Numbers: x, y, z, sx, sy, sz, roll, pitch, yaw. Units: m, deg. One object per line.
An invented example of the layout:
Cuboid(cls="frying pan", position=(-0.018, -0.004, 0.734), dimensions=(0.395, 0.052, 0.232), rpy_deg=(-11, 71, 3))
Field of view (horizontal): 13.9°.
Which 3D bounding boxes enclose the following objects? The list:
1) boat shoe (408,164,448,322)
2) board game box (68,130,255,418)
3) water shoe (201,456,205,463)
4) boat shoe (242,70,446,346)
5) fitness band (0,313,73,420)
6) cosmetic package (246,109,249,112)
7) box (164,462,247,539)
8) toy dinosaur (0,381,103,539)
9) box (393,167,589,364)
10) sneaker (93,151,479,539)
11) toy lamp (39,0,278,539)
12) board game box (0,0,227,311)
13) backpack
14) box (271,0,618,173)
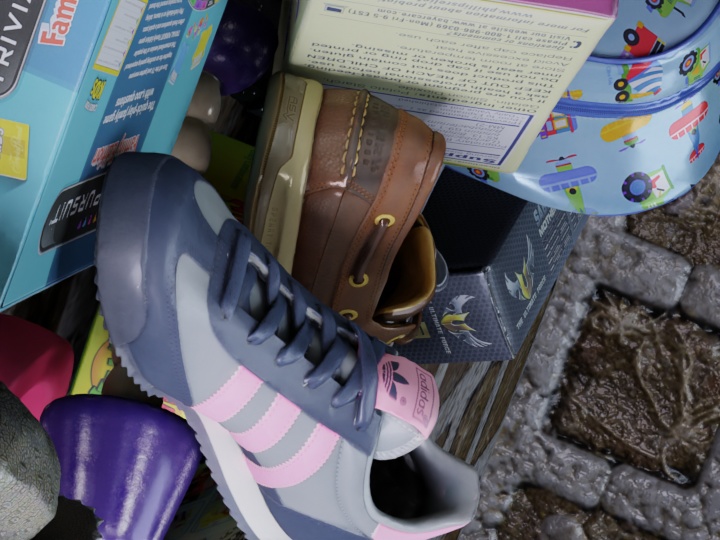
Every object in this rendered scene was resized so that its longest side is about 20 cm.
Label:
Cuboid(cls="boat shoe", position=(0.000, 0.000, 1.157), dimensions=(0.072, 0.068, 0.201), rpy_deg=(-69, 178, -63))
Cuboid(cls="board game box", position=(-0.071, 0.026, 1.145), dimensions=(0.200, 0.047, 0.102), rpy_deg=(-68, 177, -69))
Cuboid(cls="water shoe", position=(-0.035, 0.041, 1.424), dimensions=(0.079, 0.071, 0.201), rpy_deg=(67, 45, -75))
Cuboid(cls="boat shoe", position=(-0.007, 0.007, 1.046), dimensions=(0.200, 0.067, 0.072), rpy_deg=(96, 3, -57))
Cuboid(cls="fitness band", position=(-0.150, 0.099, 0.983), dimensions=(0.200, 0.037, 0.144), rpy_deg=(-58, 165, -52))
Cuboid(cls="cosmetic package", position=(0.026, -0.126, 1.333), dimensions=(0.200, 0.082, 0.051), rpy_deg=(-57, 167, -47))
Cuboid(cls="box", position=(-0.059, 0.121, 1.080), dimensions=(0.039, 0.136, 0.200), rpy_deg=(64, 23, -15))
Cuboid(cls="toy dinosaur", position=(-0.118, 0.048, 0.808), dimensions=(0.200, 0.102, 0.077), rpy_deg=(98, 17, -64))
Cuboid(cls="box", position=(0.024, -0.032, 1.313), dimensions=(0.200, 0.157, 0.051), rpy_deg=(-58, 136, -47))
Cuboid(cls="sneaker", position=(-0.020, 0.026, 0.944), dimensions=(0.200, 0.082, 0.070), rpy_deg=(58, 38, -53))
Cuboid(cls="toy lamp", position=(-0.071, 0.005, 1.003), dimensions=(0.058, 0.058, 0.201), rpy_deg=(95, 5, -65))
Cuboid(cls="board game box", position=(-0.074, -0.097, 0.889), dimensions=(0.151, 0.047, 0.201), rpy_deg=(-34, 146, -76))
Cuboid(cls="backpack", position=(0.068, -0.121, 1.201), dimensions=(0.135, 0.199, 0.183), rpy_deg=(105, 12, -45))
Cuboid(cls="box", position=(0.032, -0.146, 1.011), dimensions=(0.200, 0.096, 0.177), rpy_deg=(120, -22, -76))
